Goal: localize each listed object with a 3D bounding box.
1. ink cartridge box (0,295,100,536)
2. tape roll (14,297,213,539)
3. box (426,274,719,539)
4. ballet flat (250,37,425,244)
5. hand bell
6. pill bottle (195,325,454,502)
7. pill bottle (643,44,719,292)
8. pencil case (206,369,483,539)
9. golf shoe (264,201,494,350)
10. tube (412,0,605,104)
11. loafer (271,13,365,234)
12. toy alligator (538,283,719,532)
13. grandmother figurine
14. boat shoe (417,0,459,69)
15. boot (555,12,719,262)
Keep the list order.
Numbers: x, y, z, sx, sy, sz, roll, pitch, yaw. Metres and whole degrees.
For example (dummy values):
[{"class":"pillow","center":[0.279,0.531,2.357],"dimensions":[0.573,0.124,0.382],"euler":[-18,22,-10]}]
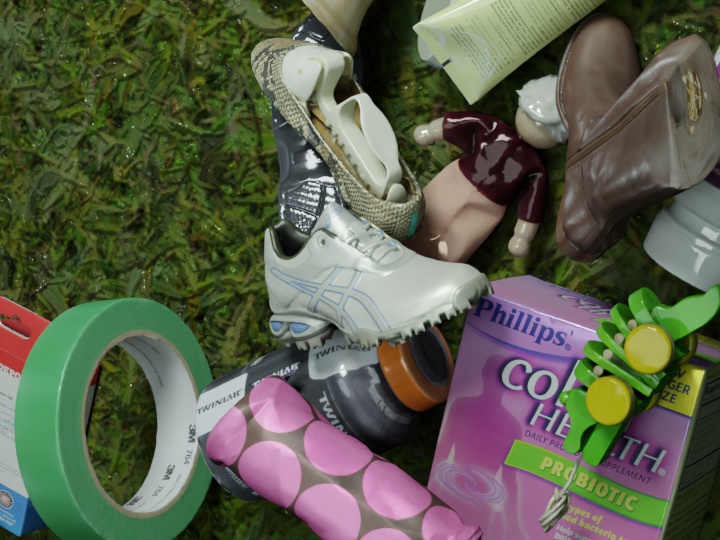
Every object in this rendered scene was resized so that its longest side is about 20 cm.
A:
[{"class":"ink cartridge box","center":[-0.310,0.123,1.307],"dimensions":[0.115,0.067,0.202],"euler":[23,106,27]},{"class":"tape roll","center":[-0.191,0.124,1.155],"dimensions":[0.048,0.200,0.203],"euler":[-5,92,32]},{"class":"box","center":[0.152,0.127,1.003],"dimensions":[0.175,0.096,0.202],"euler":[20,104,29]},{"class":"ballet flat","center":[-0.011,-0.111,1.040],"dimensions":[0.201,0.067,0.075],"euler":[56,156,19]},{"class":"hand bell","center":[0.034,-0.261,1.044],"dimensions":[0.200,0.104,0.104],"euler":[-41,72,6]},{"class":"pill bottle","center":[-0.024,0.100,1.105],"dimensions":[0.199,0.106,0.107],"euler":[-27,80,31]},{"class":"pill bottle","center":[0.260,-0.085,0.907],"dimensions":[0.112,0.112,0.201],"euler":[33,110,25]},{"class":"pencil case","center":[-0.009,0.156,0.996],"dimensions":[0.199,0.094,0.091],"euler":[37,70,20]},{"class":"golf shoe","center":[0.000,0.000,0.992],"dimensions":[0.199,0.078,0.098],"euler":[-6,106,43]},{"class":"tube","center":[0.136,-0.197,0.983],"dimensions":[0.199,0.052,0.058],"euler":[-34,81,15]},{"class":"loafer","center":[-0.030,-0.099,1.116],"dimensions":[0.071,0.063,0.202],"euler":[0,77,13]},{"class":"toy alligator","center":[0.154,0.076,0.905],"dimensions":[0.054,0.059,0.201],"euler":[42,114,22]},{"class":"grandmother figurine","center":[0.089,-0.067,1.051],"dimensions":[0.121,0.061,0.200],"euler":[43,114,-5]},{"class":"boat shoe","center":[0.106,-0.234,1.020],"dimensions":[0.070,0.071,0.202],"euler":[-117,44,-57]},{"class":"boot","center":[0.176,-0.113,0.897],"dimensions":[0.064,0.200,0.188],"euler":[6,74,-6]}]
